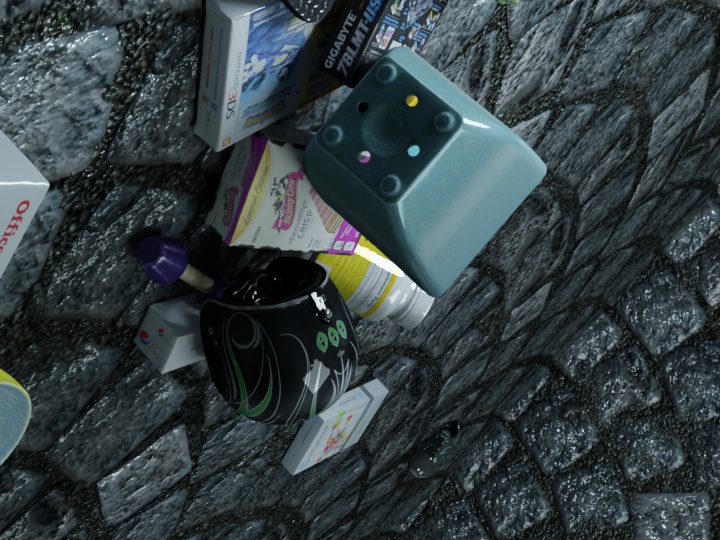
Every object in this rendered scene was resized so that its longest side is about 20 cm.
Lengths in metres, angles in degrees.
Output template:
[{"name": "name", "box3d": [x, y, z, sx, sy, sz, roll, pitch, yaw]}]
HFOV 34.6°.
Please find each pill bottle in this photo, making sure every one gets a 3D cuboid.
[{"name": "pill bottle", "box3d": [0.000, 0.000, 1.556, 0.111, 0.199, 0.112, -51, -160, 28]}]

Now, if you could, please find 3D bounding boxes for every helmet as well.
[{"name": "helmet", "box3d": [-0.099, 0.099, 1.448, 0.199, 0.199, 0.192, -28, 119, -38]}]

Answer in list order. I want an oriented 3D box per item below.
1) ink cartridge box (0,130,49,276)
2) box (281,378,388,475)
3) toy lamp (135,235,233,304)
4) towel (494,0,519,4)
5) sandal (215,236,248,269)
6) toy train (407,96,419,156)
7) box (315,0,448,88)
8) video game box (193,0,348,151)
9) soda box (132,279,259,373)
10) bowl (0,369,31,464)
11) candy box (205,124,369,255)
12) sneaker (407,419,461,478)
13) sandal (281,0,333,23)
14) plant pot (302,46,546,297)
[{"name": "ink cartridge box", "box3d": [-0.373, -0.054, 0.875, 0.146, 0.145, 0.200, -55, 156, 20]}, {"name": "box", "box3d": [-0.048, 0.299, 2.226, 0.199, 0.041, 0.156, -17, 144, -49]}, {"name": "toy lamp", "box3d": [-0.211, 0.003, 1.390, 0.058, 0.058, 0.200, -46, 157, 0]}, {"name": "towel", "box3d": [0.124, -0.364, 1.238, 0.036, 0.149, 0.200, -18, 179, 20]}, {"name": "sandal", "box3d": [-0.105, -0.076, 1.448, 0.200, 0.055, 0.082, -45, 158, -4]}, {"name": "toy train", "box3d": [0.028, -0.181, 1.517, 0.150, 0.056, 0.200, -37, 156, -9]}, {"name": "box", "box3d": [0.043, -0.293, 1.268, 0.200, 0.049, 0.200, -63, 167, 13]}, {"name": "video game box", "box3d": [-0.082, -0.238, 1.221, 0.199, 0.047, 0.183, -33, 157, -32]}, {"name": "soda box", "box3d": [-0.197, 0.068, 1.520, 0.199, 0.064, 0.068, -18, 146, -51]}, {"name": "bowl", "box3d": [-0.442, 0.147, 1.152, 0.200, 0.108, 0.201, -38, 157, -19]}, {"name": "candy box", "box3d": [-0.071, -0.094, 1.375, 0.199, 0.061, 0.137, 3, 117, -43]}, {"name": "sneaker", "box3d": [0.184, 0.439, 2.872, 0.200, 0.075, 0.080, -36, 146, -44]}, {"name": "sandal", "box3d": [-0.087, -0.303, 1.084, 0.075, 0.045, 0.200, -55, 147, -7]}, {"name": "plant pot", "box3d": [0.054, -0.120, 1.223, 0.196, 0.196, 0.200, -49, 161, 1]}]
